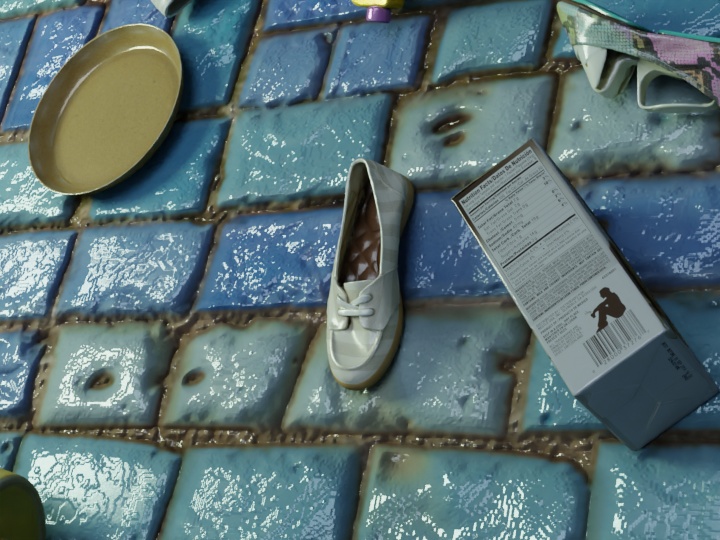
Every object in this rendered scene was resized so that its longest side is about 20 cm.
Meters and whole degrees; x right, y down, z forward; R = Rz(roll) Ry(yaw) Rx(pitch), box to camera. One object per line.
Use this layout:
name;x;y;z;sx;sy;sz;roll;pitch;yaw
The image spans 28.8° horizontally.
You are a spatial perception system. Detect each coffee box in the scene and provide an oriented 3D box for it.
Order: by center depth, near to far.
coffee box;0.158;0.015;1.006;0.080;0.113;0.200;-37;49;11

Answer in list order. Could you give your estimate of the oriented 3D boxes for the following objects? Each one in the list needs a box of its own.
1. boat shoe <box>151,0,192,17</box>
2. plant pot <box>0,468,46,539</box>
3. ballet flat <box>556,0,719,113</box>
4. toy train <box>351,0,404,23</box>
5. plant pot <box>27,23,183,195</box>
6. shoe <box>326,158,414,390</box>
boat shoe;-0.135;-0.330;1.434;0.199;0.071;0.070;-33;78;10
plant pot;-0.385;0.232;1.209;0.188;0.201;0.202;4;66;18
ballet flat;0.224;-0.163;1.099;0.200;0.069;0.072;26;100;40
toy train;0.030;-0.313;1.287;0.200;0.055;0.151;51;128;40
plant pot;-0.257;-0.161;1.438;0.199;0.027;0.201;-15;58;26
shoe;0.000;0.000;1.158;0.070;0.053;0.201;-7;61;31
